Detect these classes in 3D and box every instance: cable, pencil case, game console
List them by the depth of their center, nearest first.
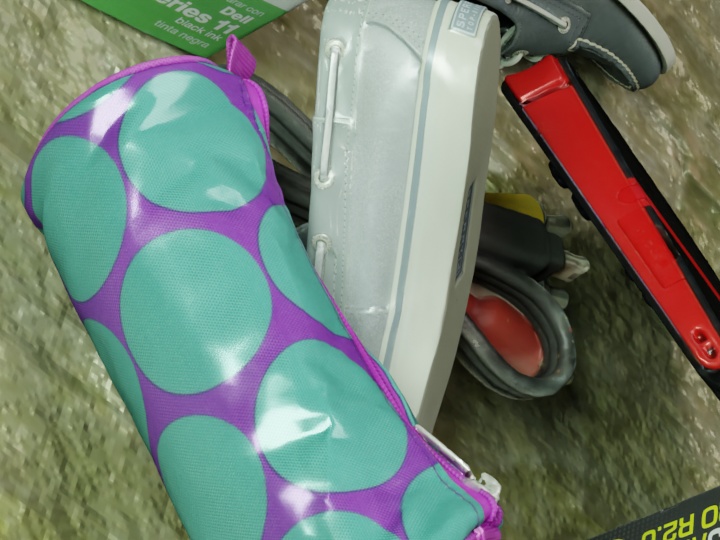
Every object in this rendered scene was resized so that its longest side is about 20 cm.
[{"bbox_3d":[-0.031,0.029,0.779,0.201,0.092,0.085,59,4,20],"label":"pencil case"},{"bbox_3d":[0.011,-0.006,0.925,0.199,0.050,0.098,18,56,-31],"label":"cable"},{"bbox_3d":[0.129,0.018,0.970,0.200,0.031,0.178,46,15,-51],"label":"game console"}]

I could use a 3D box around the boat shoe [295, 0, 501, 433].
[{"bbox_3d":[0.000,0.000,0.852,0.070,0.071,0.202,-51,152,-67],"label":"boat shoe"}]

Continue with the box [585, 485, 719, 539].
[{"bbox_3d":[0.207,0.135,0.958,0.199,0.160,0.045,24,58,-28],"label":"box"}]

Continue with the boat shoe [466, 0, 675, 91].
[{"bbox_3d":[0.060,-0.121,1.042,0.200,0.073,0.062,34,91,-43],"label":"boat shoe"}]

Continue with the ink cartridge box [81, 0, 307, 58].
[{"bbox_3d":[-0.014,-0.185,0.858,0.083,0.199,0.148,25,54,-40],"label":"ink cartridge box"}]
